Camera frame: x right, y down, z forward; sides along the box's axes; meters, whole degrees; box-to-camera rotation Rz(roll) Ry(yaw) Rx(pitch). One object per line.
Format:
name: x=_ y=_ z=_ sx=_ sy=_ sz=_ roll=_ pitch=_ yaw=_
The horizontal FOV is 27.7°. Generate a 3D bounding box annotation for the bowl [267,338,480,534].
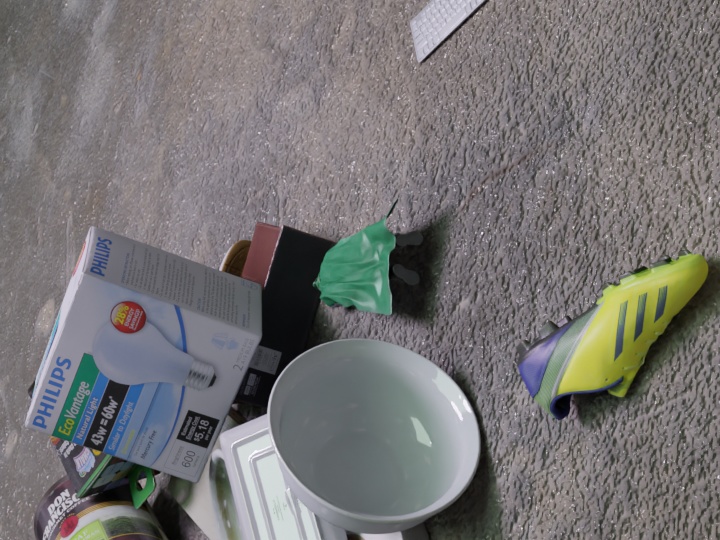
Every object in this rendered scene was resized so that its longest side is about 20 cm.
bowl: x=0.006 y=0.168 z=1.347 sx=0.091 sy=0.199 sz=0.202 roll=106 pitch=158 yaw=-47

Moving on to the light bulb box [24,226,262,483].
light bulb box: x=-0.231 y=0.090 z=1.567 sx=0.125 sy=0.199 sz=0.199 roll=-100 pitch=32 yaw=-65

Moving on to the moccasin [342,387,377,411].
moccasin: x=-0.025 y=0.190 z=1.481 sx=0.201 sy=0.080 sz=0.069 roll=117 pitch=146 yaw=-44

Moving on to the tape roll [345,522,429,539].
tape roll: x=-0.001 y=0.311 z=1.406 sx=0.202 sy=0.037 sz=0.204 roll=-31 pitch=50 yaw=47

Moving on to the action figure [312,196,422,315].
action figure: x=0.000 y=0.000 z=1.538 sx=0.200 sy=0.054 sz=0.119 roll=-16 pitch=63 yaw=62

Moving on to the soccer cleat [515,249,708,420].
soccer cleat: x=0.212 y=0.054 z=1.184 sx=0.200 sy=0.064 sz=0.084 roll=-38 pitch=75 yaw=38

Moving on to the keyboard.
keyboard: x=0.116 y=-0.296 z=1.535 sx=0.200 sy=0.011 sz=0.057 roll=-40 pitch=44 yaw=43

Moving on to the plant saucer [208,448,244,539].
plant saucer: x=-0.107 y=0.280 z=1.535 sx=0.200 sy=0.050 sz=0.202 roll=168 pitch=90 yaw=-71

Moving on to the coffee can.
coffee can: x=-0.300 y=0.349 z=1.762 sx=0.147 sy=0.146 sz=0.200 roll=-65 pitch=33 yaw=13

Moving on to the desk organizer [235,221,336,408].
desk organizer: x=-0.102 y=0.050 z=1.661 sx=0.077 sy=0.071 sz=0.202 roll=14 pitch=88 yaw=61

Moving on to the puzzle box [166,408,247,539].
puzzle box: x=-0.162 y=0.237 z=1.711 sx=0.200 sy=0.025 sz=0.134 roll=31 pitch=102 yaw=58

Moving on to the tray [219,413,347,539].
tray: x=-0.074 y=0.233 z=1.415 sx=0.107 sy=0.022 sz=0.201 roll=-24 pitch=68 yaw=17

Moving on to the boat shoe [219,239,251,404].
boat shoe: x=-0.157 y=0.063 z=1.742 sx=0.069 sy=0.070 sz=0.202 roll=-25 pitch=52 yaw=58

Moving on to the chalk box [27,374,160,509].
chalk box: x=-0.290 y=0.185 z=1.757 sx=0.125 sy=0.123 sz=0.201 roll=-48 pitch=65 yaw=42
